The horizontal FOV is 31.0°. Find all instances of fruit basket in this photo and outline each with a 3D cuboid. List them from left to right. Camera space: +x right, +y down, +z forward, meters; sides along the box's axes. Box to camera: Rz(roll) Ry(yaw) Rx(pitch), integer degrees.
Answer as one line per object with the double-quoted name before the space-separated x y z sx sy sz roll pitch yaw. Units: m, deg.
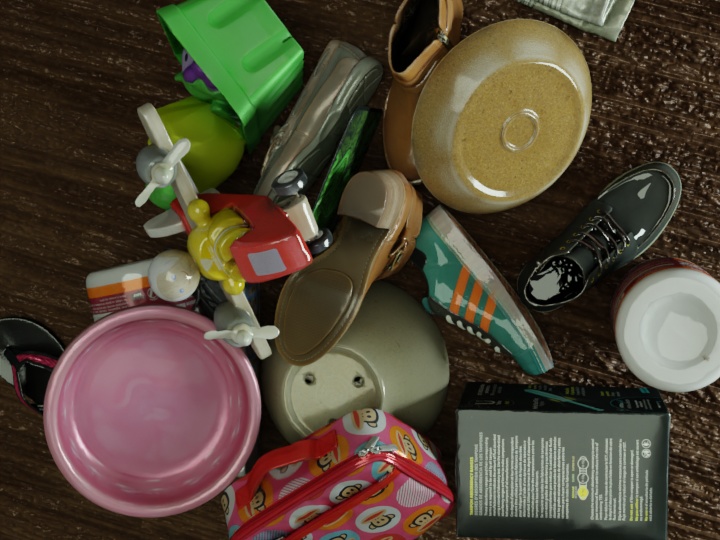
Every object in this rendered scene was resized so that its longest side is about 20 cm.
"fruit basket" -0.153 -0.164 1.267 0.215 0.216 0.156 -38 89 10

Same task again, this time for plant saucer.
"plant saucer" -0.194 0.128 1.213 0.199 0.051 0.202 -2 101 -11
"plant saucer" 0.146 -0.139 1.248 0.199 0.035 0.201 -12 121 -20

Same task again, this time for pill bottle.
"pill bottle" -0.209 0.090 1.338 0.109 0.110 0.202 -12 93 10
"pill bottle" 0.290 0.044 1.219 0.109 0.200 0.110 1 96 9

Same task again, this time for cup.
"cup" -0.015 0.113 1.302 0.199 0.143 0.202 1 96 8

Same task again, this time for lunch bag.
"lunch bag" -0.028 0.211 1.224 0.199 0.176 0.082 -34 45 19

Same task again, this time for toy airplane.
"toy airplane" -0.137 -0.027 1.137 0.200 0.199 0.141 43 60 11

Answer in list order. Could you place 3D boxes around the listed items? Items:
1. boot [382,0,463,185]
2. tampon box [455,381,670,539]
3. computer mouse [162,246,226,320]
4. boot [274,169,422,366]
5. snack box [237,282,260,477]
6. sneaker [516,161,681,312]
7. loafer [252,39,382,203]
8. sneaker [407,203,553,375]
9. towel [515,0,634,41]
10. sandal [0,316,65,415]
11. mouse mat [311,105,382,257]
"boot" 0.057 -0.181 1.255 0.076 0.155 0.201 19 98 8
"tampon box" 0.195 0.185 1.272 0.198 0.150 0.127 1 95 9
"computer mouse" -0.201 0.084 1.253 0.109 0.044 0.200 38 91 -16
"boot" 0.000 0.000 1.241 0.073 0.155 0.201 31 97 15
"snack box" -0.122 0.108 1.353 0.024 0.072 0.202 1 95 9
"sneaker" 0.239 -0.028 1.265 0.200 0.106 0.075 -44 88 5
"loafer" -0.056 -0.143 1.328 0.063 0.072 0.201 37 93 17
"sneaker" 0.113 0.034 1.315 0.080 0.071 0.200 -39 81 11
"towel" 0.205 -0.350 1.279 0.199 0.035 0.194 23 98 5
"sandal" -0.334 0.126 1.401 0.200 0.045 0.075 45 100 2
"mouse mat" -0.021 -0.083 1.255 0.007 0.200 0.162 24 99 6
